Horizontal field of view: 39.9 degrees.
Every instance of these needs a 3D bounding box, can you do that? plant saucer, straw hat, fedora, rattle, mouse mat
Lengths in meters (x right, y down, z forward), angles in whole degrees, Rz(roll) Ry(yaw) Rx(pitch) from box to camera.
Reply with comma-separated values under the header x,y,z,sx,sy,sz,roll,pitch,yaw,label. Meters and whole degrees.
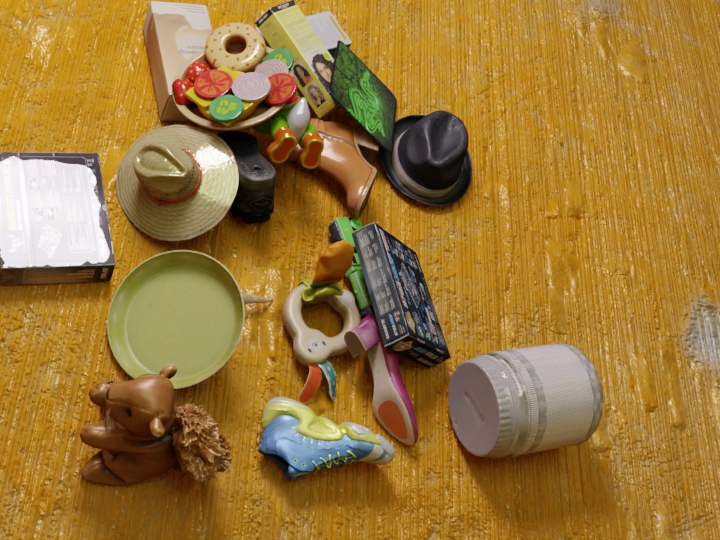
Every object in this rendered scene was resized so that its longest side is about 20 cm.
x,y,z,sx,sy,sz,roll,pitch,yaw,label
-0.257,0.071,1.399,0.199,0.031,0.200,-2,74,8,plant saucer
-0.289,-0.147,1.479,0.201,0.085,0.202,-3,73,9,straw hat
0.132,-0.216,1.759,0.200,0.092,0.201,11,56,-17,fedora
-0.042,0.082,1.475,0.130,0.143,0.200,34,44,-25,rattle
0.007,-0.308,1.744,0.161,0.008,0.200,41,33,-26,mouse mat

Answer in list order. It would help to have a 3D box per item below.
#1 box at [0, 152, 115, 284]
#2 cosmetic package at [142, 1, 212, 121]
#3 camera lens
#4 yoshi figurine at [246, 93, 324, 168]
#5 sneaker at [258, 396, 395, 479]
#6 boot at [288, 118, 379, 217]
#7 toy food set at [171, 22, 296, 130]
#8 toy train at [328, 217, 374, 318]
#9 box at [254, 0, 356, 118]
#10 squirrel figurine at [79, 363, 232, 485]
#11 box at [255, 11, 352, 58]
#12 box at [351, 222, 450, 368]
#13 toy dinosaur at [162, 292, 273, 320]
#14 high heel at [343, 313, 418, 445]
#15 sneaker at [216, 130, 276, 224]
x,y,z,sx,sy,sz,roll,pitch,yaw,label
-0.450,-0.078,1.442,0.158,0.048,0.200,-3,62,-25,box
-0.296,-0.351,1.665,0.105,0.071,0.200,-4,63,-26,cosmetic package
0.256,0.198,1.517,0.200,0.160,0.160,-4,62,-27,camera lens
-0.131,-0.234,1.613,0.112,0.113,0.200,-23,46,1,yoshi figurine
-0.055,0.260,1.405,0.200,0.076,0.105,21,66,-2,sneaker
-0.053,-0.177,1.667,0.154,0.074,0.200,13,44,-8,boot
-0.198,-0.299,1.563,0.198,0.049,0.200,36,63,24,toy food set
0.000,0.000,1.595,0.056,0.042,0.200,-2,60,-38,toy train
-0.094,-0.367,1.716,0.200,0.050,0.075,55,41,-4,box
-0.254,0.194,1.274,0.200,0.187,0.142,19,54,-13,squirrel figurine
-0.119,-0.406,1.792,0.200,0.049,0.082,-22,72,-33,box
0.064,0.040,1.545,0.159,0.046,0.200,31,38,-57,box
-0.219,0.043,1.465,0.200,0.058,0.101,13,55,-17,toy dinosaur
0.050,0.162,1.507,0.096,0.067,0.200,-26,83,-49,high heel
-0.189,-0.148,1.595,0.076,0.114,0.199,-9,37,-23,sneaker
